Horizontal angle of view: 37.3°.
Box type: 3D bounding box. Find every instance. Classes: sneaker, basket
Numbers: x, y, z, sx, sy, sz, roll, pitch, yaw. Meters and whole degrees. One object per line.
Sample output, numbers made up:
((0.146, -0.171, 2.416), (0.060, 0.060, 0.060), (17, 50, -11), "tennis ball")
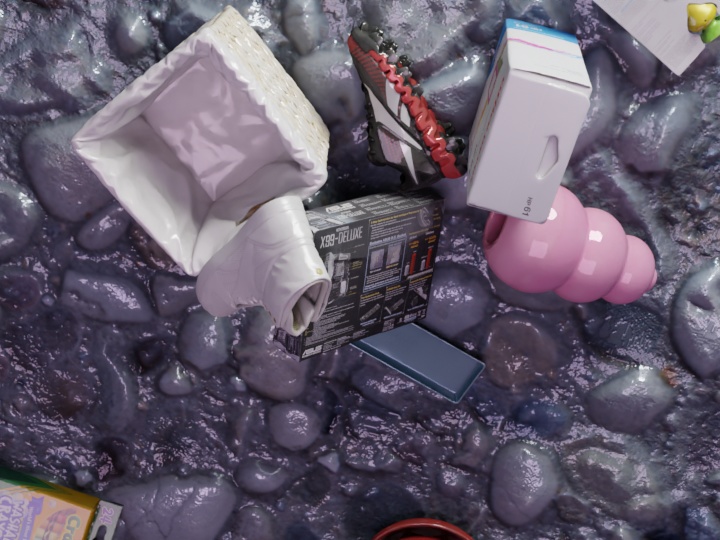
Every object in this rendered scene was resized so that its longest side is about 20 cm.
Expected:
((-0.101, 0.026, 1.098), (0.200, 0.073, 0.116), (-46, 61, 47), "sneaker")
((-0.157, -0.141, 1.141), (0.198, 0.161, 0.200), (-34, 108, 20), "basket")
((0.033, -0.169, 1.157), (0.097, 0.071, 0.201), (-29, 111, 16), "sneaker")

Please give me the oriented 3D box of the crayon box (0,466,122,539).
((-0.440, 0.353, 1.448), (0.199, 0.052, 0.127), (19, 93, -4), "crayon box")

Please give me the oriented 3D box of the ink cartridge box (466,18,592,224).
((0.166, -0.156, 1.078), (0.084, 0.200, 0.145), (14, 116, -2), "ink cartridge box")

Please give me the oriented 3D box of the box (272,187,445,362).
((0.000, 0.000, 1.185), (0.050, 0.199, 0.159), (32, 126, 40), "box")

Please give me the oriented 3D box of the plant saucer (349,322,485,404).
((0.053, 0.090, 1.312), (0.199, 0.019, 0.070), (29, 115, -9), "plant saucer")

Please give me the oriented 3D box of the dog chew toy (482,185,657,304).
((0.239, -0.021, 1.186), (0.199, 0.125, 0.125), (19, 117, -12), "dog chew toy")

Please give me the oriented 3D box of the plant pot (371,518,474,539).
((0.075, 0.440, 1.388), (0.199, 0.183, 0.202), (2, 116, 4), "plant pot")

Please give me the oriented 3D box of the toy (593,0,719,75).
((0.291, -0.305, 1.079), (0.200, 0.047, 0.115), (36, 111, -15), "toy")
